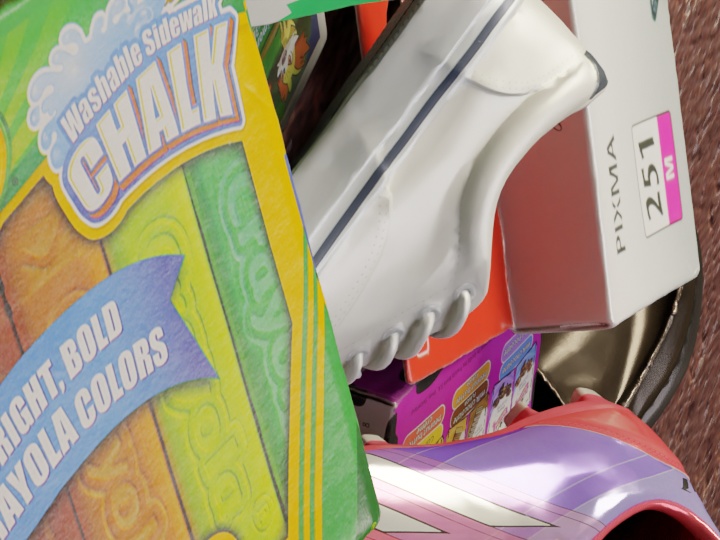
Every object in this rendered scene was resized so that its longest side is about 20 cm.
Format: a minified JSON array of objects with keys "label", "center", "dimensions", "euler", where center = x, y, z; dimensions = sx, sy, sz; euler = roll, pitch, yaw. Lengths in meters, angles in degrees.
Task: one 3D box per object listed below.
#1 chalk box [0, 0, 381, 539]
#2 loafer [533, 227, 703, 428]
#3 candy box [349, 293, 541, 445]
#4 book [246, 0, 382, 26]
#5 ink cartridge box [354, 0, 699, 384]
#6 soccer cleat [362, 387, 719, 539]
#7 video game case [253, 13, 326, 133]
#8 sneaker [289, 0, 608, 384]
[{"label":"chalk box","center":[-0.094,-0.008,0.541],"dimensions":[0.124,0.123,0.201],"euler":[-45,130,-43]},{"label":"loafer","center":[0.080,0.046,1.115],"dimensions":[0.201,0.073,0.071],"euler":[-66,159,-19]},{"label":"candy box","center":[0.005,0.099,0.989],"dimensions":[0.136,0.061,0.201],"euler":[-38,139,-56]},{"label":"book","center":[0.027,-0.158,0.714],"dimensions":[0.200,0.048,0.134],"euler":[-59,165,22]},{"label":"ink cartridge box","center":[0.055,-0.077,0.929],"dimensions":[0.173,0.043,0.201],"euler":[-25,109,-63]},{"label":"soccer cleat","center":[0.025,0.089,0.860],"dimensions":[0.200,0.076,0.067],"euler":[-14,135,-37]},{"label":"video game case","center":[-0.057,-0.065,0.730],"dimensions":[0.183,0.022,0.200],"euler":[81,23,-45]},{"label":"sneaker","center":[0.000,0.000,0.827],"dimensions":[0.200,0.071,0.073],"euler":[-54,-175,-3]}]
